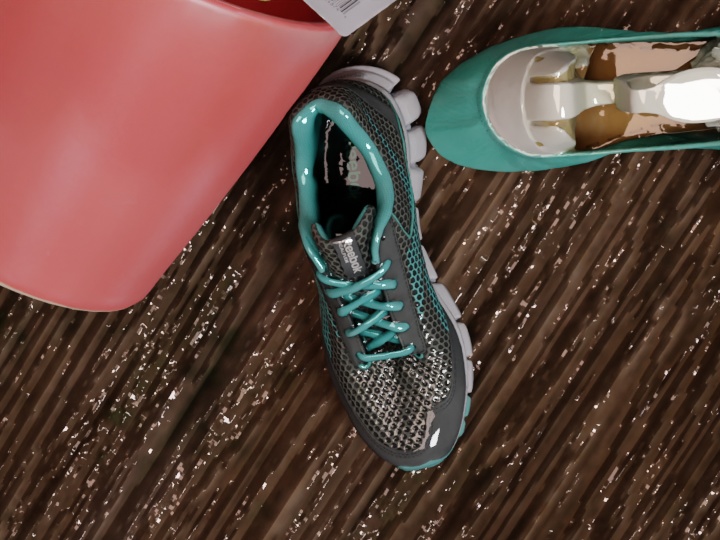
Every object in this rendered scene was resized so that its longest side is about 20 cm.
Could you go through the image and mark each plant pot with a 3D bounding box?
[{"bbox_3d":[-0.131,-0.092,1.228,0.200,0.200,0.178,32,110,13],"label":"plant pot"}]

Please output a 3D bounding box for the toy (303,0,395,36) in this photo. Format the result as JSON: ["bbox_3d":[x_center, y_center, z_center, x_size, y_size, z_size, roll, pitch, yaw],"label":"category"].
[{"bbox_3d":[0.006,-0.179,1.202,0.115,0.200,0.047,42,137,11],"label":"toy"}]

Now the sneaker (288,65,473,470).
[{"bbox_3d":[0.000,0.000,1.233,0.077,0.091,0.201,-14,87,16],"label":"sneaker"}]

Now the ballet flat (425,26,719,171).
[{"bbox_3d":[0.120,-0.085,1.207,0.199,0.070,0.068,-5,90,16],"label":"ballet flat"}]
